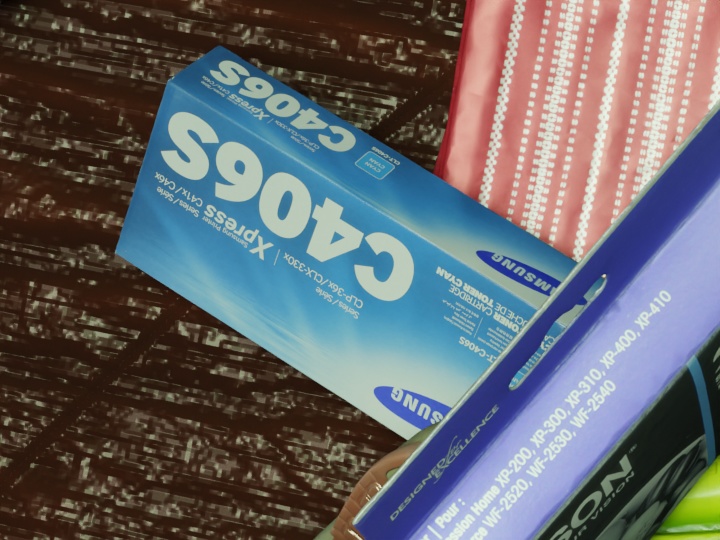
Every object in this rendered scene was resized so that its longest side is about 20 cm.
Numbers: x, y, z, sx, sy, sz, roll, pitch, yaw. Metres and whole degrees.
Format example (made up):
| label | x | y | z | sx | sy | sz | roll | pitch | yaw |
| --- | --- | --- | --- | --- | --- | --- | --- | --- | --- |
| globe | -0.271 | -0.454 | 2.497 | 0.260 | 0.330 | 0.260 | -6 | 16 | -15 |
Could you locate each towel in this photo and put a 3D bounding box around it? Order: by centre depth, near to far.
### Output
| label | x | y | z | sx | sy | sz | roll | pitch | yaw |
| --- | --- | --- | --- | --- | --- | --- | --- | --- | --- |
| towel | 0.128 | -0.050 | 1.117 | 0.200 | 0.022 | 0.145 | 10 | 91 | 16 |

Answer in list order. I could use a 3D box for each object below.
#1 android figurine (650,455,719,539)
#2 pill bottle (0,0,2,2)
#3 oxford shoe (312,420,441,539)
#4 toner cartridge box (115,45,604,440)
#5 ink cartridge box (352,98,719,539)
| label | x | y | z | sx | sy | sz | roll | pitch | yaw |
| --- | --- | --- | --- | --- | --- | --- | --- | --- | --- |
| android figurine | 0.152 | 0.163 | 1.093 | 0.200 | 0.041 | 0.182 | -6 | 86 | 16 |
| pill bottle | -0.143 | -0.214 | 1.153 | 0.111 | 0.111 | 0.200 | 41 | 100 | 13 |
| oxford shoe | 0.007 | 0.129 | 1.112 | 0.071 | 0.074 | 0.200 | 45 | 129 | 4 |
| toner cartridge box | 0.000 | 0.000 | 1.120 | 0.200 | 0.043 | 0.095 | 31 | 129 | 15 |
| ink cartridge box | 0.090 | 0.053 | 0.985 | 0.043 | 0.200 | 0.198 | 38 | 82 | 21 |
